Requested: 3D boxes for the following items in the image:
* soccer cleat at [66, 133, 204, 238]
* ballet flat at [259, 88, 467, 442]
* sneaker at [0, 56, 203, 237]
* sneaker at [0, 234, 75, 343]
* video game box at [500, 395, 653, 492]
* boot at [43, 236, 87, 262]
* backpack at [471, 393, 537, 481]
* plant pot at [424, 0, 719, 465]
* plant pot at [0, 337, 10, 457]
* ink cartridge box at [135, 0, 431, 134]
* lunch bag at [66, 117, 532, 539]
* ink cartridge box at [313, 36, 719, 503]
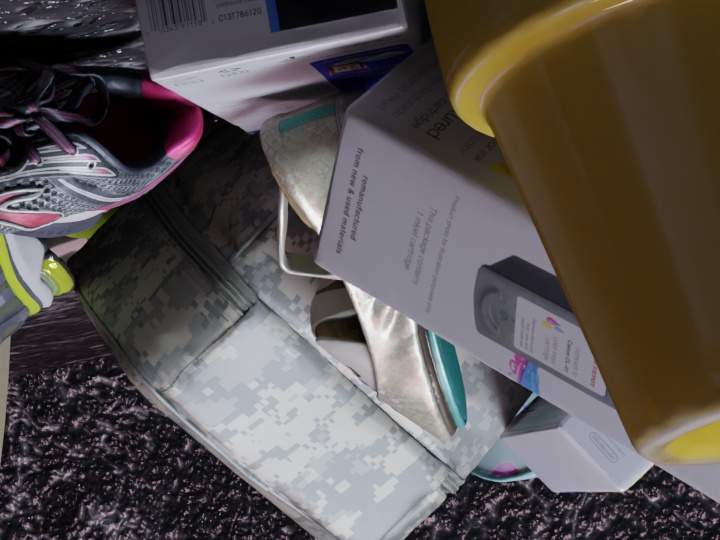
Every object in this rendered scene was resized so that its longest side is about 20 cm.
[{"bbox_3d":[-0.100,-0.044,1.342,0.081,0.068,0.200,-19,172,21],"label":"soccer cleat"},{"bbox_3d":[0.000,0.000,1.144,0.062,0.068,0.200,-10,134,6],"label":"ballet flat"},{"bbox_3d":[-0.147,-0.050,1.040,0.075,0.081,0.200,-22,177,39],"label":"sneaker"},{"bbox_3d":[-0.188,-0.005,1.147,0.081,0.074,0.200,-53,154,-7],"label":"sneaker"},{"bbox_3d":[0.151,0.024,1.198,0.182,0.047,0.200,-45,180,-6],"label":"video game box"},{"bbox_3d":[-0.115,-0.002,1.650,0.200,0.097,0.075,-11,176,-10],"label":"boot"},{"bbox_3d":[0.096,0.015,1.485,0.176,0.200,0.153,-38,162,34],"label":"backpack"},{"bbox_3d":[0.131,-0.043,0.863,0.200,0.189,0.201,-10,167,-2],"label":"plant pot"},{"bbox_3d":[-0.257,0.060,1.393,0.187,0.200,0.187,-11,177,-1],"label":"plant pot"},{"bbox_3d":[-0.020,-0.090,1.075,0.099,0.039,0.200,-12,175,6],"label":"ink cartridge box"},{"bbox_3d":[-0.011,0.015,1.258,0.168,0.200,0.139,-44,-148,4],"label":"lunch bag"},{"bbox_3d":[0.106,-0.019,1.022,0.200,0.086,0.148,29,-136,19],"label":"ink cartridge box"}]
